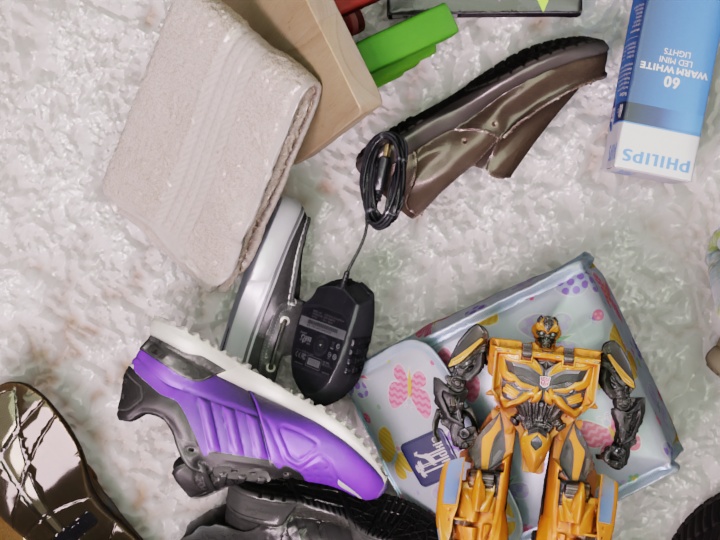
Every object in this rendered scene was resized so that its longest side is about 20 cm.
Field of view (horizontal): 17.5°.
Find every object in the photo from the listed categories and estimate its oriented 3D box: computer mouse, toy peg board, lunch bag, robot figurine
[{"bbox_3d":[0.000,0.000,1.644,0.034,0.059,0.200,15,95,-43],"label":"computer mouse"},{"bbox_3d":[-0.028,-0.198,1.624,0.098,0.200,0.199,-26,90,-17],"label":"toy peg board"},{"bbox_3d":[0.106,0.104,1.654,0.200,0.127,0.170,-24,90,12],"label":"lunch bag"},{"bbox_3d":[0.116,0.130,1.564,0.145,0.058,0.200,6,91,-1],"label":"robot figurine"}]

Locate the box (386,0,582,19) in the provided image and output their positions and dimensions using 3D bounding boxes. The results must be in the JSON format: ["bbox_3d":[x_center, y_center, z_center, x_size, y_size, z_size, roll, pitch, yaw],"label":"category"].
[{"bbox_3d":[0.089,-0.284,1.689,0.143,0.036,0.200,-1,90,1],"label":"box"}]

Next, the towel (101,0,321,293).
[{"bbox_3d":[-0.109,-0.089,1.629,0.132,0.034,0.200,40,128,21],"label":"towel"}]

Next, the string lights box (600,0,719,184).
[{"bbox_3d":[0.220,-0.165,1.655,0.059,0.103,0.200,11,92,0],"label":"string lights box"}]

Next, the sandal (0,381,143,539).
[{"bbox_3d":[-0.212,0.166,1.698,0.082,0.055,0.200,-37,105,7],"label":"sandal"}]

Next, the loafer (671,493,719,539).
[{"bbox_3d":[0.298,0.186,1.643,0.200,0.073,0.071,-34,109,33],"label":"loafer"}]

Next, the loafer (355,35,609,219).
[{"bbox_3d":[0.096,-0.103,1.682,0.200,0.073,0.071,-29,101,6],"label":"loafer"}]

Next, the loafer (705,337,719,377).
[{"bbox_3d":[0.348,0.086,1.672,0.200,0.076,0.068,25,98,0],"label":"loafer"}]

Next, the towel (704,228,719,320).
[{"bbox_3d":[0.327,0.028,1.611,0.171,0.200,0.048,23,104,-1],"label":"towel"}]

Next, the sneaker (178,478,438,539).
[{"bbox_3d":[-0.037,0.203,1.665,0.199,0.060,0.104,17,118,9],"label":"sneaker"}]

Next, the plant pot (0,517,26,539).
[{"bbox_3d":[-0.350,0.251,1.649,0.200,0.186,0.187,-25,91,16],"label":"plant pot"}]

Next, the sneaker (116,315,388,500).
[{"bbox_3d":[-0.081,0.122,1.622,0.200,0.070,0.100,31,81,-1],"label":"sneaker"}]

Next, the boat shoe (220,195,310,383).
[{"bbox_3d":[-0.063,0.049,1.684,0.066,0.070,0.200,17,92,-7],"label":"boat shoe"}]
